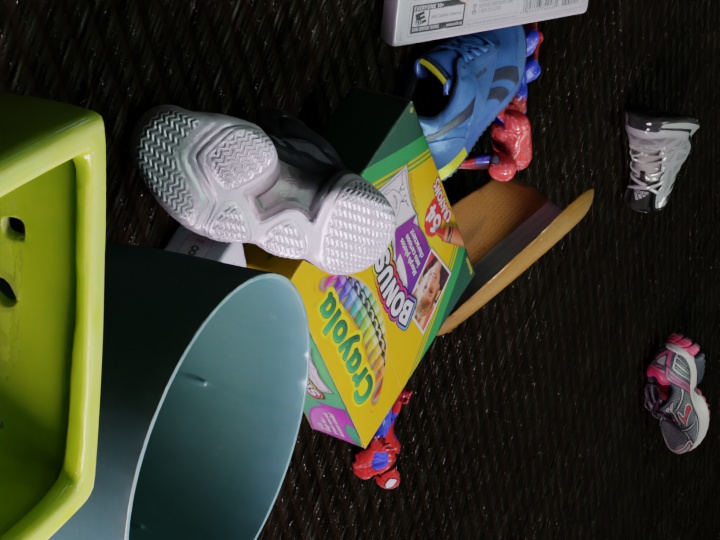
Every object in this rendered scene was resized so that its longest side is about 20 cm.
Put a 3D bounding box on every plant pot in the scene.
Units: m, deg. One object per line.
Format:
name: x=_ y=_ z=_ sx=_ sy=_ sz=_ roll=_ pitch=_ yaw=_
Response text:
plant pot: x=-0.232 y=0.029 z=0.858 sx=0.199 sy=0.180 sz=0.202 roll=-39 pitch=142 yaw=-54
plant pot: x=-0.144 y=0.076 z=1.143 sx=0.201 sy=0.160 sz=0.202 roll=-51 pitch=150 yaw=-45

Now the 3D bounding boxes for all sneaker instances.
sneaker: x=-0.076 y=-0.066 z=1.330 sx=0.199 sy=0.114 sz=0.076 roll=23 pitch=105 yaw=-35
sneaker: x=0.328 y=-0.120 z=2.292 sx=0.200 sy=0.075 sz=0.116 roll=0 pitch=104 yaw=-71
sneaker: x=0.081 y=-0.158 z=1.658 sx=0.201 sy=0.065 sz=0.079 roll=-56 pitch=150 yaw=-36
sneaker: x=0.410 y=0.172 z=2.743 sx=0.075 sy=0.080 sz=0.201 roll=-42 pitch=139 yaw=-27

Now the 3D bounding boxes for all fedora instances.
fedora: x=0.108 y=-0.028 z=1.753 sx=0.200 sy=0.082 sz=0.201 roll=-41 pitch=179 yaw=-1

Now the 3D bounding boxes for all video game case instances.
video game case: x=0.107 y=-0.272 z=1.572 sx=0.199 sy=0.024 sz=0.184 roll=-14 pitch=123 yaw=-34

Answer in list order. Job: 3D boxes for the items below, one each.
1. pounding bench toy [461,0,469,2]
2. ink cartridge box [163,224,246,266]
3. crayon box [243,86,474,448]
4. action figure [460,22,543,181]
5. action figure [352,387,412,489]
pounding bench toy: x=0.052 y=-0.284 z=1.381 sx=0.156 sy=0.123 sz=0.202 roll=-7 pitch=114 yaw=-58
ink cartridge box: x=-0.130 y=0.091 z=1.351 sx=0.163 sy=0.057 sz=0.201 roll=82 pitch=28 yaw=-49
crayon box: x=0.000 y=0.000 z=1.497 sx=0.173 sy=0.058 sz=0.201 roll=-58 pitch=146 yaw=-26
action figure: x=0.104 y=-0.147 z=1.744 sx=0.066 sy=0.098 sz=0.201 roll=81 pitch=11 yaw=-45
action figure: x=0.015 y=0.123 z=1.743 sx=0.201 sy=0.051 sz=0.066 roll=84 pitch=27 yaw=-51
